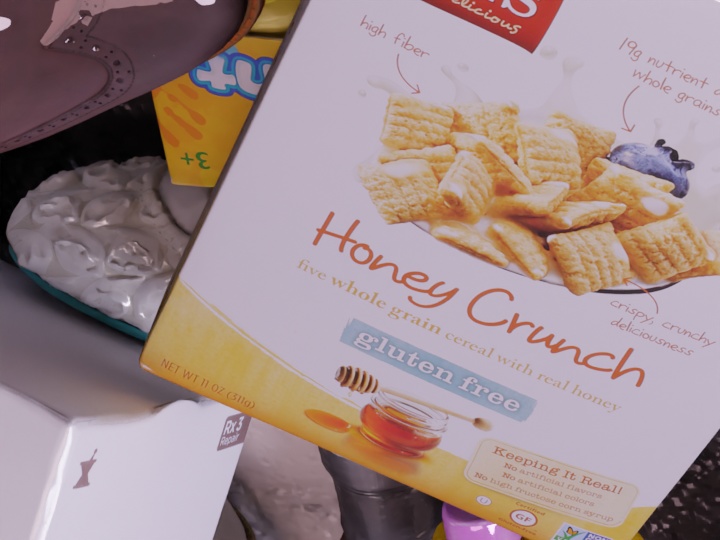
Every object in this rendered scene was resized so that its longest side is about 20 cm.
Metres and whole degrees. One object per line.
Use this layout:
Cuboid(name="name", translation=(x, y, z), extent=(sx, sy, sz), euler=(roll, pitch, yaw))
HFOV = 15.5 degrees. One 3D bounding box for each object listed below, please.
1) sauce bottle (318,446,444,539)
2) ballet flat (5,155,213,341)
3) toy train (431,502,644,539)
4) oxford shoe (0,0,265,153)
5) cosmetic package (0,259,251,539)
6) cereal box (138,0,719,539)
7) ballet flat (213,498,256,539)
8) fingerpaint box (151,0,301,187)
Cuboid(name="sauce bottle", translation=(0.024, 0.121, 0.862), extent=(0.064, 0.065, 0.201), euler=(3, 130, 18))
Cuboid(name="ballet flat", translation=(0.000, 0.000, 0.769), extent=(0.199, 0.072, 0.072), euler=(21, 134, -8))
Cuboid(name="toy train", translation=(0.063, 0.131, 0.793), extent=(0.199, 0.056, 0.151), euler=(19, 121, 2))
Cuboid(name="oxford shoe", translation=(-0.119, -0.042, 0.647), extent=(0.199, 0.073, 0.071), euler=(-14, 124, 9))
Cuboid(name="cosmetic package", translation=(-0.143, 0.033, 0.761), extent=(0.200, 0.113, 0.081), euler=(26, 104, 23))
Cuboid(name="cereal box", translation=(0.040, -0.016, 0.652), extent=(0.143, 0.040, 0.200), euler=(24, 138, -4))
Cuboid(name="ballet flat", translation=(-0.093, 0.066, 0.862), extent=(0.200, 0.071, 0.071), euler=(32, 133, -8))
Cuboid(name="fingerpaint box", translation=(0.040, -0.098, 0.656), extent=(0.199, 0.073, 0.167), euler=(5, 132, 17))
